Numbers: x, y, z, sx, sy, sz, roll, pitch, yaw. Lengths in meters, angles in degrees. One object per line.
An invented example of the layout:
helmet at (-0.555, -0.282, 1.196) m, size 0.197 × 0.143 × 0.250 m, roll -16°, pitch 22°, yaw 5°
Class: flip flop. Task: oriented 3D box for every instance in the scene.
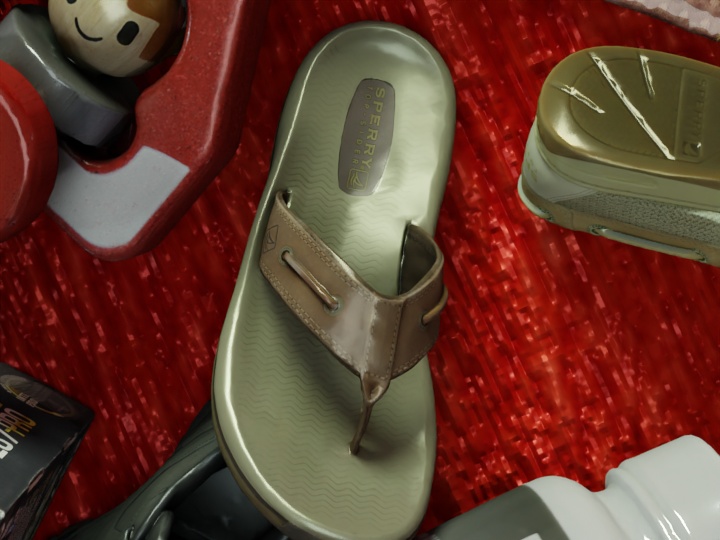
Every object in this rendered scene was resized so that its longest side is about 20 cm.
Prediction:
flip flop at (0.000, 0.000, 0.933) m, size 0.081 × 0.058 × 0.200 m, roll 14°, pitch 67°, yaw -12°

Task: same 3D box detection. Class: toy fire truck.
toy fire truck at (-0.115, -0.109, 0.922) m, size 0.200 × 0.112 × 0.168 m, roll 43°, pitch 111°, yaw 7°

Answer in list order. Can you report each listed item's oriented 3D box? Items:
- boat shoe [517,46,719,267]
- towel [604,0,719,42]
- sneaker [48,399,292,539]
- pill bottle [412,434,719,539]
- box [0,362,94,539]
boat shoe at (0.156, -0.022, 0.957) m, size 0.200 × 0.063 × 0.073 m, roll 12°, pitch 54°, yaw 0°
towel at (0.118, -0.189, 0.953) m, size 0.147 × 0.022 × 0.200 m, roll 21°, pitch 100°, yaw 4°
sneaker at (-0.077, 0.113, 0.981) m, size 0.076 × 0.091 × 0.200 m, roll 38°, pitch 101°, yaw -2°
pill bottle at (0.047, 0.142, 0.945) m, size 0.200 × 0.114 × 0.114 m, roll -25°, pitch 95°, yaw -8°
box at (-0.168, 0.141, 0.959) m, size 0.049 × 0.161 × 0.200 m, roll 28°, pitch 101°, yaw 3°
